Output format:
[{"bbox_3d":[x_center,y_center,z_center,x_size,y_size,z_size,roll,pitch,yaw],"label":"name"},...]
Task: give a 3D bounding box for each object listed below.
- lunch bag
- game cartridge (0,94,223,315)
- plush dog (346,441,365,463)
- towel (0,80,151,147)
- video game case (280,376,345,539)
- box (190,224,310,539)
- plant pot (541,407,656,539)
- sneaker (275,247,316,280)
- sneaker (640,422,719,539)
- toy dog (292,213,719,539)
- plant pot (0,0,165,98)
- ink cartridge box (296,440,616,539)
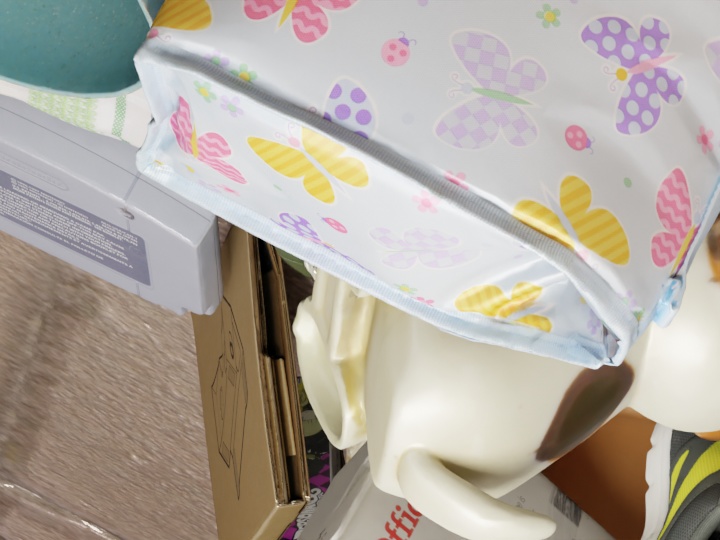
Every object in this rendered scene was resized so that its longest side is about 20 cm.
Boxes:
[{"bbox_3d":[0.042,-0.073,0.962,0.199,0.170,0.127,25,159,7],"label":"lunch bag"},{"bbox_3d":[-0.162,-0.048,1.406,0.199,0.041,0.133,25,163,8],"label":"game cartridge"},{"bbox_3d":[0.080,0.142,1.511,0.171,0.161,0.200,-1,159,2],"label":"plush dog"},{"bbox_3d":[-0.116,-0.106,1.257,0.199,0.031,0.150,23,148,13],"label":"towel"},{"bbox_3d":[-0.017,0.192,1.592,0.036,0.182,0.201,-8,120,4],"label":"video game case"},{"bbox_3d":[-0.062,0.068,1.481,0.021,0.165,0.200,-5,164,-12],"label":"box"},{"bbox_3d":[0.129,0.159,1.339,0.199,0.140,0.201,12,127,16],"label":"plant pot"},{"bbox_3d":[0.000,0.000,1.310,0.067,0.090,0.200,36,159,-23],"label":"sneaker"},{"bbox_3d":[0.164,0.110,1.174,0.074,0.201,0.085,39,141,-15],"label":"sneaker"},{"bbox_3d":[0.091,0.018,1.128,0.194,0.199,0.140,-117,25,-51],"label":"toy dog"},{"bbox_3d":[-0.130,-0.175,0.990,0.199,0.135,0.200,25,160,9],"label":"plant pot"},{"bbox_3d":[0.061,0.166,1.188,0.200,0.147,0.083,41,124,-5],"label":"ink cartridge box"}]
